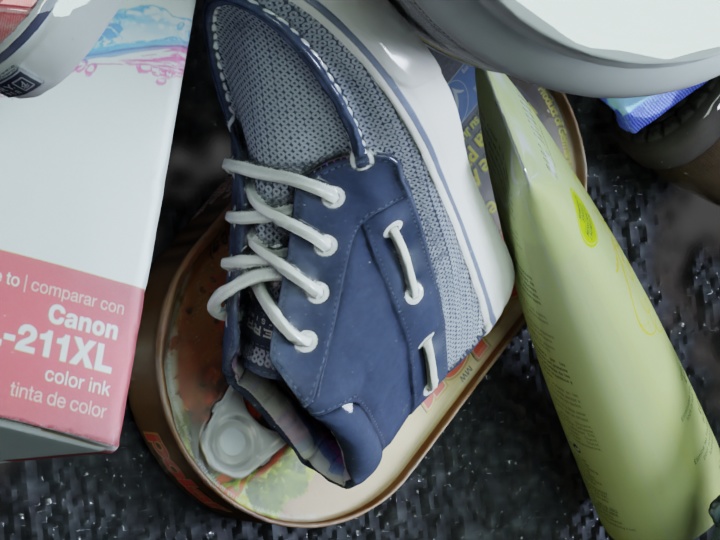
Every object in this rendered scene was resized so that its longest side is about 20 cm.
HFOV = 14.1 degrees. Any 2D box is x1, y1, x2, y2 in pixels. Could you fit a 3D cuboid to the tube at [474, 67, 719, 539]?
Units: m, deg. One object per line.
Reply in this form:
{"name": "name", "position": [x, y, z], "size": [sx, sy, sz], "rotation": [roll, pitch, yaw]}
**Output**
{"name": "tube", "position": [0.078, 0.014, 0.992], "size": [0.052, 0.058, 0.201], "rotation": [-51, 134, -27]}

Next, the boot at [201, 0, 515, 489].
{"name": "boot", "position": [-0.014, -0.015, 0.898], "size": [0.091, 0.072, 0.200], "rotation": [-55, 141, -20]}

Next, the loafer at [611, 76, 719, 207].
{"name": "loafer", "position": [0.167, -0.102, 1.100], "size": [0.071, 0.073, 0.200], "rotation": [48, 69, -30]}

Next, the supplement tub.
{"name": "supplement tub", "position": [0.065, -0.125, 0.841], "size": [0.144, 0.200, 0.146], "rotation": [-1, 96, -7]}

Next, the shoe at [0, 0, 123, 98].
{"name": "shoe", "position": [-0.077, -0.152, 0.782], "size": [0.091, 0.071, 0.201], "rotation": [36, 73, -28]}

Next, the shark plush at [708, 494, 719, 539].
{"name": "shark plush", "position": [0.119, 0.122, 1.007], "size": [0.083, 0.091, 0.201], "rotation": [16, 115, -5]}

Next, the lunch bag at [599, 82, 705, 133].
{"name": "lunch bag", "position": [0.107, -0.155, 0.983], "size": [0.200, 0.094, 0.151], "rotation": [-38, 103, -14]}

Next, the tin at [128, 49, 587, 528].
{"name": "tin", "position": [0.000, 0.000, 1.003], "size": [0.112, 0.042, 0.200], "rotation": [46, 65, -14]}

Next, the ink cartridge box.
{"name": "ink cartridge box", "position": [-0.118, -0.049, 0.873], "size": [0.082, 0.146, 0.201], "rotation": [15, 78, -27]}
